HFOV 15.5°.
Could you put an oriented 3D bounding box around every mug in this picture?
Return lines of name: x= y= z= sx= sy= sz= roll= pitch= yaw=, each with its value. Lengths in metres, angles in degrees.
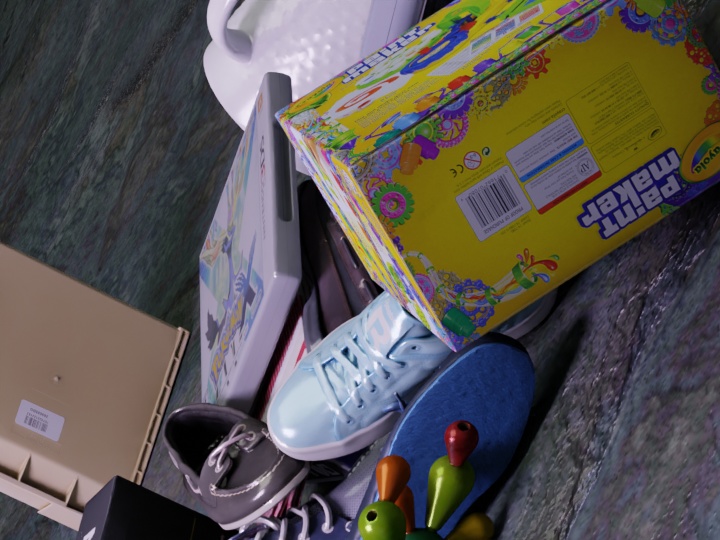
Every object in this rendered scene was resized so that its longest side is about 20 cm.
mug: x=-0.025 y=-0.184 z=1.949 sx=0.175 sy=0.200 sz=0.148 roll=-47 pitch=49 yaw=25

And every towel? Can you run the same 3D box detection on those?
towel: x=-0.052 y=0.067 z=1.768 sx=0.200 sy=0.023 sz=0.144 roll=-101 pitch=25 yaw=-46

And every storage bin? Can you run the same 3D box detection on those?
storage bin: x=-0.272 y=0.103 z=2.236 sx=0.094 sy=0.200 sz=0.199 roll=-32 pitch=35 yaw=55

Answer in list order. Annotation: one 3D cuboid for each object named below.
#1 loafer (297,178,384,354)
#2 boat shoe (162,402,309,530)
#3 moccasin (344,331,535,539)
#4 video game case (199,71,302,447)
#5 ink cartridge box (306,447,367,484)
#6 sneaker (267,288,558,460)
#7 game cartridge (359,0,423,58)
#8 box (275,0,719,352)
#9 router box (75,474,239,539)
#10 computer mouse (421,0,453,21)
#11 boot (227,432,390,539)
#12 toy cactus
loafer: x=0.000 y=0.000 z=1.710 sx=0.063 sy=0.072 sz=0.200 roll=-33 pitch=34 yaw=21
boat shoe: x=-0.087 y=0.120 z=1.687 sx=0.067 sy=0.057 sz=0.200 roll=-44 pitch=11 yaw=-11
moccasin: x=0.033 y=0.116 z=1.555 sx=0.200 sy=0.080 sz=0.068 roll=-58 pitch=14 yaw=15
video game case: x=-0.077 y=-0.002 z=1.795 sx=0.200 sy=0.022 sz=0.182 roll=113 pitch=160 yaw=-47
ink cartridge box: x=0.009 y=0.044 z=1.776 sx=0.198 sy=0.043 sz=0.200 roll=-67 pitch=16 yaw=-14
sneaker: x=0.018 y=0.038 z=1.574 sx=0.200 sy=0.082 sz=0.074 roll=-37 pitch=61 yaw=8
game cartridge: x=0.041 y=-0.242 z=1.795 sx=0.133 sy=0.041 sz=0.200 roll=99 pitch=-175 yaw=-50
box: x=0.082 y=-0.077 z=1.477 sx=0.200 sy=0.122 sz=0.193 roll=-32 pitch=18 yaw=-5
router box: x=-0.123 y=0.248 z=1.693 sx=0.051 sy=0.149 sz=0.200 roll=-44 pitch=26 yaw=45
computer mouse: x=0.068 y=-0.169 z=1.821 sx=0.139 sy=0.053 sz=0.200 roll=-76 pitch=1 yaw=-68
boot: x=-0.033 y=0.170 z=1.642 sx=0.200 sy=0.090 sz=0.073 roll=-63 pitch=18 yaw=1
toy cactus: x=0.028 y=0.197 z=1.476 sx=0.165 sy=0.102 sz=0.200 roll=108 pitch=173 yaw=-53
